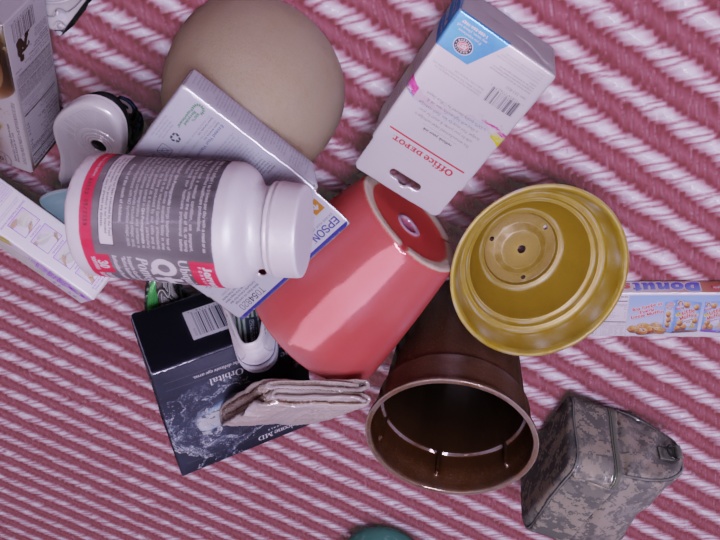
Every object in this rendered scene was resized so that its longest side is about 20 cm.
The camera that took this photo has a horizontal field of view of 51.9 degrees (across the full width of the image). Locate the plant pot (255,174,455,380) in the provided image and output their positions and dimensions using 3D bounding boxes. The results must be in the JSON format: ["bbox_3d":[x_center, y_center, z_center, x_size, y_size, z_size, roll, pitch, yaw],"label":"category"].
[{"bbox_3d":[0.000,0.000,0.847,0.200,0.201,0.177,37,119,-18],"label":"plant pot"}]

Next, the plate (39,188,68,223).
[{"bbox_3d":[-0.277,-0.056,0.880,0.197,0.026,0.200,3,168,1],"label":"plate"}]

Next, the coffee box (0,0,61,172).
[{"bbox_3d":[-0.396,-0.216,0.791,0.112,0.080,0.201,19,141,0],"label":"coffee box"}]

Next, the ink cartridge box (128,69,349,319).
[{"bbox_3d":[-0.140,-0.064,0.735,0.199,0.041,0.199,39,126,-19],"label":"ink cartridge box"}]

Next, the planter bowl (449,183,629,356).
[{"bbox_3d":[0.192,-0.012,0.837,0.197,0.084,0.203,-2,113,-4],"label":"planter bowl"}]

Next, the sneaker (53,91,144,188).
[{"bbox_3d":[-0.277,-0.162,0.806,0.073,0.113,0.200,29,150,-15],"label":"sneaker"}]

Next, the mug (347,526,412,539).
[{"bbox_3d":[0.049,0.535,1.309,0.184,0.115,0.152,38,126,-19],"label":"mug"}]

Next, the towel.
[{"bbox_3d":[-0.081,0.158,0.859,0.131,0.035,0.200,5,161,-22],"label":"towel"}]

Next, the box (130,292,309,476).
[{"bbox_3d":[-0.174,0.134,0.974,0.194,0.118,0.202,-19,132,-18],"label":"box"}]

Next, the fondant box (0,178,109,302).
[{"bbox_3d":[-0.413,-0.040,0.935,0.199,0.059,0.144,38,161,-19],"label":"fondant box"}]

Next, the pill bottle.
[{"bbox_3d":[-0.145,-0.043,0.654,0.197,0.111,0.112,5,130,8],"label":"pill bottle"}]

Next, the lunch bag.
[{"bbox_3d":[0.332,0.291,1.033,0.166,0.140,0.201,17,131,-2],"label":"lunch bag"}]

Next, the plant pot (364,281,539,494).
[{"bbox_3d":[0.118,0.133,0.913,0.197,0.199,0.202,6,129,8],"label":"plant pot"}]

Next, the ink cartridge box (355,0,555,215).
[{"bbox_3d":[0.092,-0.166,0.760,0.114,0.068,0.200,30,128,-12],"label":"ink cartridge box"}]

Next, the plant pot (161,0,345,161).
[{"bbox_3d":[-0.125,-0.162,0.768,0.197,0.135,0.202,6,130,8],"label":"plant pot"}]

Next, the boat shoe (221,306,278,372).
[{"bbox_3d":[-0.134,0.020,0.881,0.073,0.202,0.067,-17,147,-9],"label":"boat shoe"}]

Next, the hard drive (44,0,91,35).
[{"bbox_3d":[-0.337,-0.351,0.723,0.139,0.038,0.200,-33,115,31],"label":"hard drive"}]

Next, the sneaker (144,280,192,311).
[{"bbox_3d":[-0.235,0.057,1.018,0.084,0.079,0.201,-8,136,9],"label":"sneaker"}]

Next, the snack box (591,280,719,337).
[{"bbox_3d":[0.360,0.048,0.905,0.197,0.024,0.073,-1,128,13],"label":"snack box"}]
